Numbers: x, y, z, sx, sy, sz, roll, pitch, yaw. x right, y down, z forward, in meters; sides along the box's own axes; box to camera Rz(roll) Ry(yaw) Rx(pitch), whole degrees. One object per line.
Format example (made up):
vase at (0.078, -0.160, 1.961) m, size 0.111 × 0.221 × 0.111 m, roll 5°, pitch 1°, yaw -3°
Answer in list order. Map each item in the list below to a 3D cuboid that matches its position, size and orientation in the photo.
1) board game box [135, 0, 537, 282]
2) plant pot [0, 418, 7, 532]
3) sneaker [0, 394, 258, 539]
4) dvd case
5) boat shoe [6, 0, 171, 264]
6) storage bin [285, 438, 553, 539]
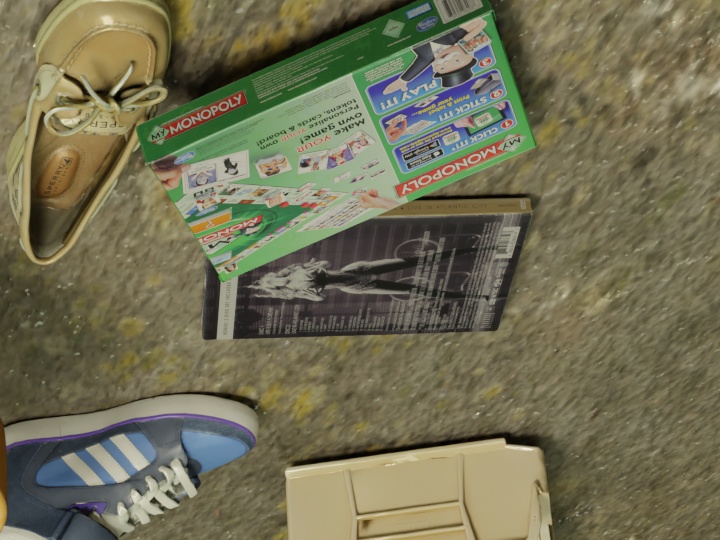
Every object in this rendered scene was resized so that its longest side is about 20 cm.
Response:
board game box at (-0.009, -0.074, 1.182) m, size 0.199 × 0.029 × 0.135 m, roll -23°, pitch 148°, yaw 2°
plant pot at (-0.304, 0.060, 1.246) m, size 0.198 × 0.185 × 0.201 m, roll -3°, pitch 149°, yaw -2°
sneaker at (-0.165, 0.173, 1.490) m, size 0.198 × 0.148 × 0.081 m, roll -7°, pitch 149°, yaw 3°
dvd case at (0.000, 0.000, 1.360) m, size 0.198 × 0.016 × 0.149 m, roll -2°, pitch 150°, yaw -7°
boat shoe at (-0.146, -0.078, 1.161) m, size 0.073 × 0.063 × 0.200 m, roll 6°, pitch 147°, yaw -17°
storage bin at (0.051, 0.223, 1.644) m, size 0.197 × 0.094 × 0.200 m, roll -8°, pitch 148°, yaw 4°
